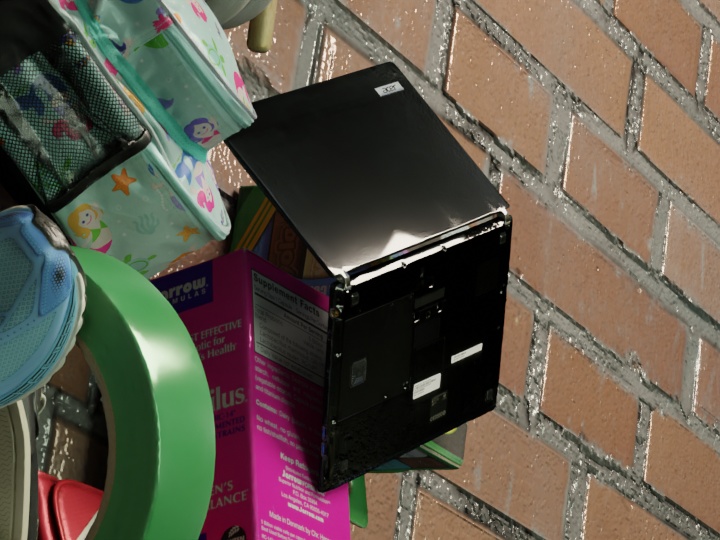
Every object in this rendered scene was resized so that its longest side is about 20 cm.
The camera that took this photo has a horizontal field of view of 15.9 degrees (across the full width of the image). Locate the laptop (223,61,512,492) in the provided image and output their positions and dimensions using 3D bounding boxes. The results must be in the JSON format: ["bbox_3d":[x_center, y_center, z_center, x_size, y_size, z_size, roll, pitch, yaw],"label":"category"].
[{"bbox_3d":[0.000,0.000,1.501,0.177,0.103,0.201,-22,122,-49],"label":"laptop"}]

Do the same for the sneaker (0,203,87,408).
[{"bbox_3d":[-0.210,0.049,1.214,0.078,0.200,0.090,49,17,8],"label":"sneaker"}]

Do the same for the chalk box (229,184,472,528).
[{"bbox_3d":[-0.009,0.056,1.599,0.125,0.124,0.201,35,58,-51],"label":"chalk box"}]

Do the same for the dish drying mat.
[{"bbox_3d":[-0.130,0.199,1.357,0.077,0.018,0.201,31,33,-50],"label":"dish drying mat"}]

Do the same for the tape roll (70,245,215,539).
[{"bbox_3d":[-0.165,0.087,1.277,0.048,0.200,0.201,4,83,-57],"label":"tape roll"}]

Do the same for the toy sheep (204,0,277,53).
[{"bbox_3d":[-0.093,-0.197,1.495,0.200,0.137,0.139,1,86,-54],"label":"toy sheep"}]

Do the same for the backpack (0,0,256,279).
[{"bbox_3d":[-0.141,-0.094,1.353,0.200,0.150,0.178,61,2,-33],"label":"backpack"}]

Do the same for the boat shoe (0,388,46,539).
[{"bbox_3d":[-0.189,0.069,1.362,0.068,0.072,0.201,3,81,-57],"label":"boat shoe"}]

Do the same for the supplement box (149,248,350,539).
[{"bbox_3d":[-0.074,0.104,1.475,0.103,0.101,0.201,33,46,-49],"label":"supplement box"}]
